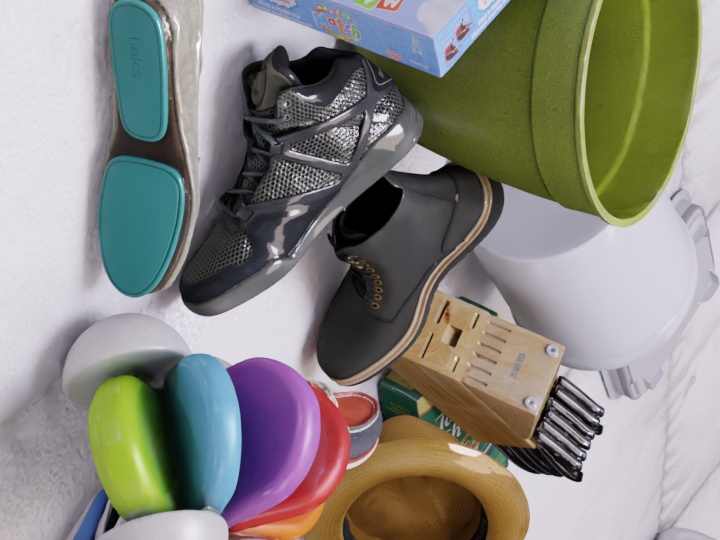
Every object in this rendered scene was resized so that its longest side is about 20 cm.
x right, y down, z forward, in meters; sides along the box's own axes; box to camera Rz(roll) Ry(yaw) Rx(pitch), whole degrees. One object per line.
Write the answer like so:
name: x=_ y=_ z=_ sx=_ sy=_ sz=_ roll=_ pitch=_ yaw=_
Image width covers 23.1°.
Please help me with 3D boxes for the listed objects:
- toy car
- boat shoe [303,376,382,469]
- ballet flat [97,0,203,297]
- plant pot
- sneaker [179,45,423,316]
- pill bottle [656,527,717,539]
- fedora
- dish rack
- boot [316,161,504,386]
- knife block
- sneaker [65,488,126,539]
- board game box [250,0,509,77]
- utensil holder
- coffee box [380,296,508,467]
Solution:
toy car: x=-0.085 y=0.115 z=1.090 sx=0.200 sy=0.149 sz=0.177 roll=41 pitch=32 yaw=-59
boat shoe: x=-0.048 y=0.111 z=1.288 sx=0.199 sy=0.071 sz=0.063 roll=-9 pitch=117 yaw=-51
ballet flat: x=-0.115 y=-0.079 z=1.043 sx=0.062 sy=0.067 sz=0.202 roll=-39 pitch=142 yaw=-54
plant pot: x=0.107 y=-0.144 z=1.204 sx=0.200 sy=0.191 sz=0.203 roll=-26 pitch=122 yaw=-53
sneaker: x=-0.062 y=-0.067 z=1.135 sx=0.199 sy=0.076 sz=0.114 roll=-45 pitch=123 yaw=0
pill bottle: x=0.392 y=0.431 z=2.196 sx=0.104 sy=0.104 sz=0.202 roll=-6 pitch=116 yaw=-57
fedora: x=0.043 y=0.182 z=1.434 sx=0.202 sy=0.198 sz=0.082 roll=80 pitch=4 yaw=-45
dish rack: x=0.318 y=0.034 z=1.850 sx=0.201 sy=0.043 sz=0.172 roll=-54 pitch=150 yaw=-18
boot: x=0.000 y=0.000 z=1.250 sx=0.138 sy=0.077 sz=0.201 roll=-3 pitch=131 yaw=-56
knife block: x=0.104 y=0.100 z=1.439 sx=0.176 sy=0.198 sz=0.064 roll=94 pitch=21 yaw=-66
sneaker: x=-0.128 y=0.187 z=1.195 sx=0.200 sy=0.080 sz=0.147 roll=-38 pitch=145 yaw=-31
board game box: x=0.045 y=-0.217 z=1.111 sx=0.200 sy=0.150 sz=0.037 roll=-50 pitch=146 yaw=-26
utensil holder: x=0.176 y=-0.034 z=1.442 sx=0.171 sy=0.169 sz=0.200 roll=-58 pitch=149 yaw=-12
coffee box: x=0.076 y=0.134 z=1.525 sx=0.123 sy=0.044 sz=0.201 roll=-43 pitch=143 yaw=-33
